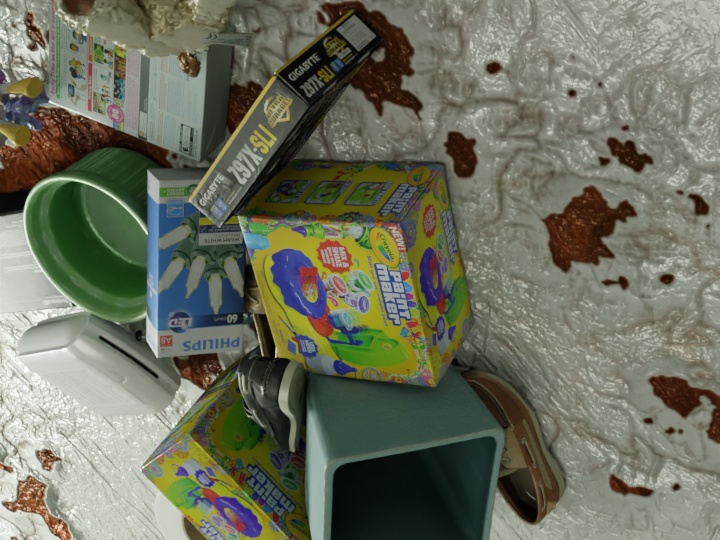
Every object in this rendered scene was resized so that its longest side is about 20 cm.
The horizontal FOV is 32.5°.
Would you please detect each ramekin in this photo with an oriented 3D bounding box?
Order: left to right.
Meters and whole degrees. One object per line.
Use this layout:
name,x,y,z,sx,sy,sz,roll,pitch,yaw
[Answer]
ramekin,-0.290,-0.048,1.471,0.199,0.098,0.201,16,129,20

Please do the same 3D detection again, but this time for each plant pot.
plant pot,0.026,0.194,1.377,0.195,0.201,0.197,-9,129,-15

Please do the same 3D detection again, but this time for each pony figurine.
pony figurine,-0.445,-0.185,1.389,0.199,0.193,0.168,10,125,35

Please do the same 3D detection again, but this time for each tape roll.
tape roll,-0.199,0.366,1.755,0.201,0.037,0.204,15,128,20

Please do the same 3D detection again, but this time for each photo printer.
photo printer,-0.331,0.121,1.584,0.166,0.070,0.199,40,152,-25

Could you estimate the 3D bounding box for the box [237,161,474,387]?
box,0.000,0.000,1.319,0.191,0.122,0.201,3,124,28

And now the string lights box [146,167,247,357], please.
string lights box,-0.183,-0.010,1.375,0.059,0.102,0.202,-143,52,-62

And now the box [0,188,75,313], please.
box,-0.447,-0.023,1.594,0.199,0.079,0.142,-5,116,32

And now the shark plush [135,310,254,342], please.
shark plush,-0.184,0.055,1.531,0.198,0.091,0.084,-15,136,14

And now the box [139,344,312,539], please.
box,-0.120,0.231,1.496,0.200,0.193,0.122,47,133,-8

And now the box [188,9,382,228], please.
box,-0.076,-0.149,1.231,0.049,0.160,0.200,40,134,-2

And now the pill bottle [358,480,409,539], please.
pill bottle,0.033,0.310,1.467,0.105,0.200,0.107,17,132,20

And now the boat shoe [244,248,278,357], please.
boat shoe,-0.105,0.029,1.422,0.074,0.066,0.201,19,133,55

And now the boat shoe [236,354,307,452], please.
boat shoe,-0.094,0.144,1.360,0.067,0.072,0.200,9,155,7

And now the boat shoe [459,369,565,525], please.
boat shoe,0.166,0.201,1.398,0.075,0.072,0.201,-23,108,39

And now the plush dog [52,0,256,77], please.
plush dog,-0.192,-0.297,1.204,0.198,0.173,0.161,-15,158,4

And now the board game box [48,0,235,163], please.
board game box,-0.240,-0.222,1.340,0.199,0.064,0.148,23,130,13
